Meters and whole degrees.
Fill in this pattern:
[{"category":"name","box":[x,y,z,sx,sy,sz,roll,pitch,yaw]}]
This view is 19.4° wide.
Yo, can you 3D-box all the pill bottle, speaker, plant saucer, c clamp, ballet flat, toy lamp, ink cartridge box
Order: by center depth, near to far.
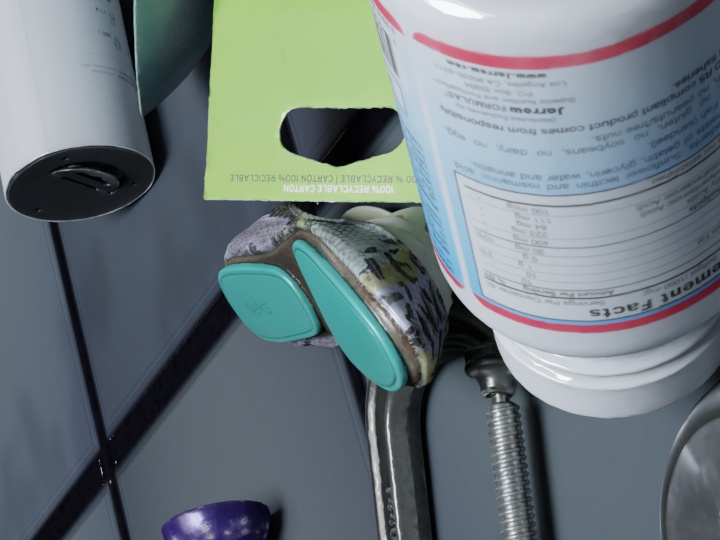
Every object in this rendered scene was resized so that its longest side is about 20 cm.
[{"category":"pill bottle","box":[0.068,-0.045,0.631,0.200,0.109,0.109,74,171,-51]},{"category":"c clamp","box":[0.051,0.104,0.808,0.171,0.027,0.200,-37,59,59]},{"category":"ink cartridge box","box":[-0.023,-0.129,0.835,0.148,0.076,0.200,2,90,33]},{"category":"ballet flat","box":[0.000,0.000,0.838,0.200,0.072,0.072,-167,80,-69]},{"category":"toy lamp","box":[-0.047,0.203,0.930,0.058,0.058,0.200,-42,55,50]},{"category":"plant saucer","box":[-0.081,-0.171,0.972,0.201,0.039,0.201,-179,90,-87]},{"category":"speaker","box":[-0.165,-0.129,1.117,0.081,0.081,0.200,-45,52,49]}]

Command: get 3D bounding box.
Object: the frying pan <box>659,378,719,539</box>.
[{"category":"frying pan","box":[0.146,0.059,0.648,0.190,0.031,0.115,-61,41,42]}]
